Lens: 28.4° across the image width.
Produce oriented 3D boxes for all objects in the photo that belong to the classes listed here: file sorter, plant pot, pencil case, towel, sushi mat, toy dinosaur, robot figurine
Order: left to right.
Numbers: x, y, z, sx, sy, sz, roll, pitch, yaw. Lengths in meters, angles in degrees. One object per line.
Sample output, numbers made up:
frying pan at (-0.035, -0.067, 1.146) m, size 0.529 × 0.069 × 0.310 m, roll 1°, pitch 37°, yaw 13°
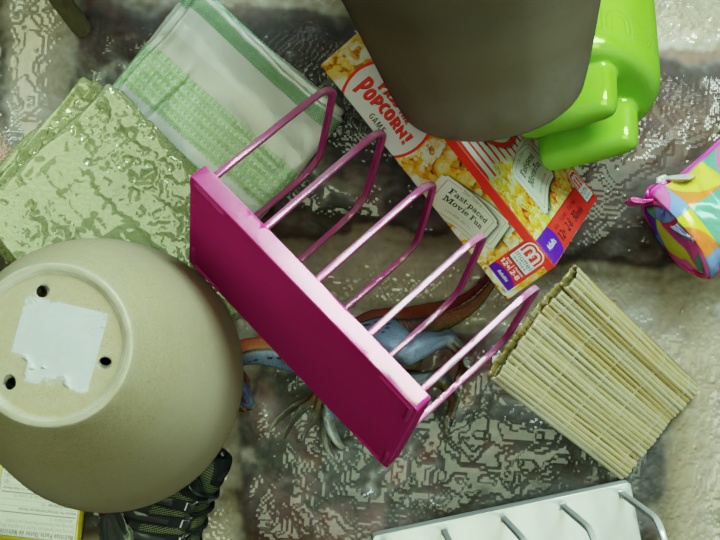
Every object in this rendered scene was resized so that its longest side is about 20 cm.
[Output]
plant pot at (-0.172, 0.055, 0.885) m, size 0.187 × 0.200 × 0.188 m, roll 0°, pitch 80°, yaw -1°
towel at (-0.167, -0.025, 1.016) m, size 0.200 × 0.036 × 0.148 m, roll 44°, pitch 91°, yaw -7°
towel at (-0.128, -0.087, 1.042) m, size 0.149 × 0.031 × 0.200 m, roll 40°, pitch 89°, yaw -3°
toy dinosaur at (-0.012, 0.066, 1.050) m, size 0.181 × 0.105 × 0.200 m, roll 18°, pitch 57°, yaw 5°
file sorter at (0.000, 0.000, 0.930) m, size 0.125 × 0.139 × 0.200 m, roll -41°, pitch 78°, yaw -19°
plant pot at (0.064, -0.179, 0.837) m, size 0.199 × 0.200 × 0.174 m, roll -15°, pitch 127°, yaw -3°
file sorter at (0.121, 0.247, 1.020) m, size 0.199 × 0.125 × 0.139 m, roll -11°, pitch 92°, yaw -2°
robot figurine at (0.147, -0.170, 0.992) m, size 0.115 × 0.175 × 0.201 m, roll -14°, pitch 56°, yaw 27°
sushi mat at (0.170, 0.078, 1.013) m, size 0.096 × 0.012 × 0.200 m, roll -51°, pitch 133°, yaw 1°
pencil case at (0.298, -0.078, 1.042) m, size 0.200 × 0.088 × 0.088 m, roll -37°, pitch 93°, yaw -3°

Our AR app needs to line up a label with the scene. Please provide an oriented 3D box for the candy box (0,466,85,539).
candy box at (-0.297, 0.141, 1.041) m, size 0.199 × 0.026 × 0.103 m, roll 7°, pitch 91°, yaw -3°

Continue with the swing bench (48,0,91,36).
swing bench at (-0.150, -0.271, 0.950) m, size 0.199 × 0.200 × 0.130 m, roll -30°, pitch 93°, yaw -2°

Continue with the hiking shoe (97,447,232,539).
hiking shoe at (-0.134, 0.169, 1.009) m, size 0.100 × 0.076 × 0.201 m, roll -18°, pitch 105°, yaw 16°

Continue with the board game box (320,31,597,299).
board game box at (0.074, -0.093, 0.993) m, size 0.046 × 0.152 × 0.200 m, roll -37°, pitch 95°, yaw 28°

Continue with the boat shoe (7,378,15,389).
boat shoe at (-0.264, 0.044, 1.009) m, size 0.073 × 0.063 × 0.201 m, roll -25°, pitch 84°, yaw -12°
